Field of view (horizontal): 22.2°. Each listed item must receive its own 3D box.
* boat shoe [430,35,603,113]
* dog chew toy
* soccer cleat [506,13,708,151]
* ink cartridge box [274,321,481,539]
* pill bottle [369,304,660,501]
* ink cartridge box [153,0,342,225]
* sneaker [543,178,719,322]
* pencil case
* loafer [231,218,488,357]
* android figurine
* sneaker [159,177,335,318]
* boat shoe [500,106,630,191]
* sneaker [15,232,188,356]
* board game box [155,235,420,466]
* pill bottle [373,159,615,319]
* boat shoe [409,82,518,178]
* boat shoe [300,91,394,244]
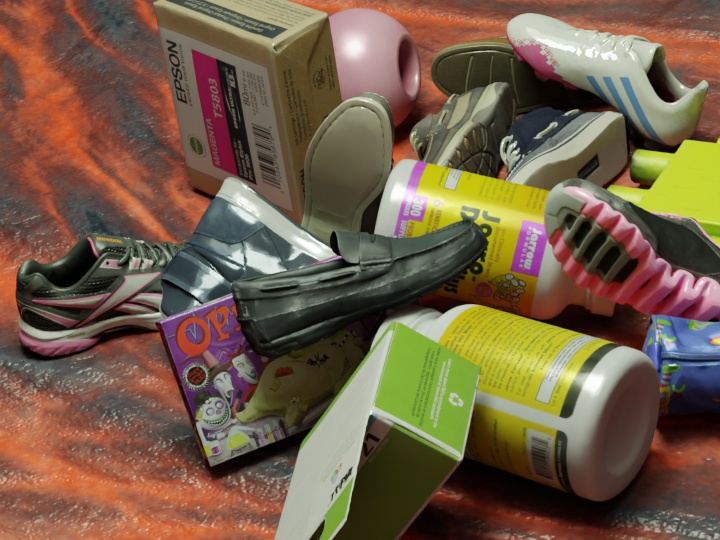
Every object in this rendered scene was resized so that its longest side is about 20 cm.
[{"bbox_3d":[0.169,-0.197,1.787,0.200,0.072,0.068,4,32,3],"label":"boat shoe"},{"bbox_3d":[-0.046,-0.185,1.779,0.200,0.125,0.125,-4,34,22],"label":"dog chew toy"},{"bbox_3d":[0.230,-0.193,1.683,0.200,0.086,0.070,35,44,10],"label":"soccer cleat"},{"bbox_3d":[0.004,0.156,1.239,0.076,0.148,0.200,28,37,-10],"label":"ink cartridge box"},{"bbox_3d":[0.108,0.089,1.347,0.200,0.113,0.112,16,42,33],"label":"pill bottle"},{"bbox_3d":[-0.094,-0.150,1.662,0.165,0.200,0.075,23,45,39],"label":"ink cartridge box"},{"bbox_3d":[0.229,-0.015,1.426,0.200,0.079,0.095,35,46,-13],"label":"sneaker"},{"bbox_3d":[0.307,0.066,1.356,0.200,0.087,0.078,-4,69,10],"label":"pencil case"},{"bbox_3d":[0.000,0.000,1.385,0.200,0.070,0.068,-23,9,-9],"label":"loafer"},{"bbox_3d":[0.315,-0.059,1.570,0.200,0.041,0.182,10,39,27],"label":"android figurine"},{"bbox_3d":[-0.070,0.036,1.506,0.202,0.077,0.146,33,76,12],"label":"sneaker"},{"bbox_3d":[0.153,-0.086,1.632,0.093,0.075,0.200,12,32,37],"label":"boat shoe"},{"bbox_3d":[-0.200,0.005,1.568,0.200,0.086,0.080,-21,38,-17],"label":"sneaker"},{"bbox_3d":[-0.046,0.061,1.423,0.200,0.120,0.032,-21,3,-15],"label":"board game box"},{"bbox_3d":[0.115,-0.021,1.492,0.200,0.104,0.104,13,39,8],"label":"pill bottle"},{"bbox_3d":[0.085,-0.108,1.682,0.073,0.075,0.200,-4,25,26],"label":"boat shoe"},{"bbox_3d":[-0.007,-0.073,1.537,0.072,0.200,0.060,22,41,12],"label":"boat shoe"}]
